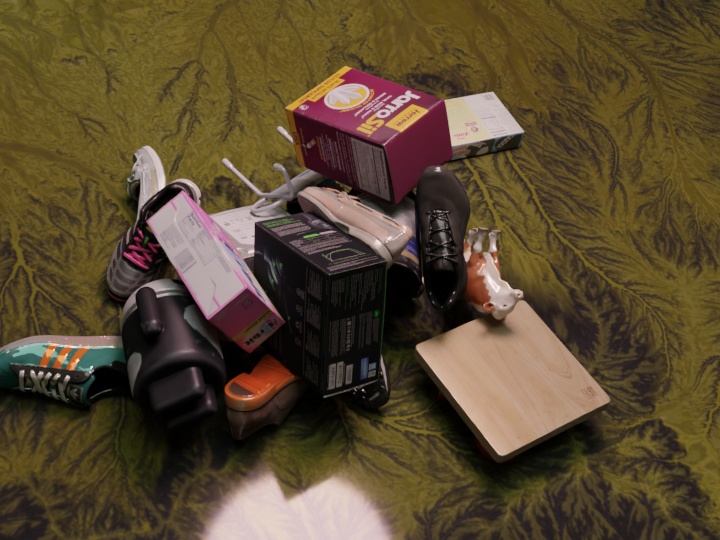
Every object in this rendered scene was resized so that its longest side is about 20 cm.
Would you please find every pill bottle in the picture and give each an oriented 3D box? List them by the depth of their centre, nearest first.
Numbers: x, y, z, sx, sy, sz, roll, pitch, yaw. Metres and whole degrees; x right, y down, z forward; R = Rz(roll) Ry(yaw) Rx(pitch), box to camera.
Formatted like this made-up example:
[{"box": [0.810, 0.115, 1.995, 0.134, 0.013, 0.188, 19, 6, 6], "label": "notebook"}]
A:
[{"box": [0.030, -0.058, 1.573, 0.110, 0.112, 0.202, 5, 52, -7], "label": "pill bottle"}]

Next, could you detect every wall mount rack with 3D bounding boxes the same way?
[{"box": [-0.113, -0.164, 1.708, 0.199, 0.075, 0.173, -34, 23, -29], "label": "wall mount rack"}]

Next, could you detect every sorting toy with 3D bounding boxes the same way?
[{"box": [0.202, 0.162, 1.532, 0.197, 0.070, 0.200, -20, 55, -28], "label": "sorting toy"}]

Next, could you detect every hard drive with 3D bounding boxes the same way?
[{"box": [-0.152, -0.047, 1.616, 0.138, 0.038, 0.200, -14, 26, -22], "label": "hard drive"}]

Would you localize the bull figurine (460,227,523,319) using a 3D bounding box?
[{"box": [0.164, 0.000, 1.599, 0.064, 0.123, 0.199, 7, 3, -28], "label": "bull figurine"}]

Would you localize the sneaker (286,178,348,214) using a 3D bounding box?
[{"box": [-0.035, -0.067, 1.702, 0.095, 0.080, 0.199, -35, 52, -29], "label": "sneaker"}]

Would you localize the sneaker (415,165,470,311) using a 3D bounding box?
[{"box": [0.113, -0.040, 1.496, 0.075, 0.202, 0.091, -5, 17, 11], "label": "sneaker"}]

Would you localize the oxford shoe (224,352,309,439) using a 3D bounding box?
[{"box": [-0.113, 0.160, 1.476, 0.071, 0.074, 0.199, 18, 25, 31], "label": "oxford shoe"}]

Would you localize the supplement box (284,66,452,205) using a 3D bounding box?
[{"box": [0.011, -0.192, 1.556, 0.199, 0.104, 0.131, 25, 52, 37], "label": "supplement box"}]

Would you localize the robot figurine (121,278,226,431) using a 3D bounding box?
[{"box": [-0.238, 0.103, 1.418, 0.124, 0.151, 0.201, 5, 42, -27], "label": "robot figurine"}]

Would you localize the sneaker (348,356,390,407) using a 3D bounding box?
[{"box": [-0.001, 0.101, 1.545, 0.079, 0.074, 0.201, 17, 39, -48], "label": "sneaker"}]

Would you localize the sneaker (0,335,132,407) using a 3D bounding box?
[{"box": [-0.382, 0.134, 1.431, 0.198, 0.072, 0.080, -5, 44, -18], "label": "sneaker"}]

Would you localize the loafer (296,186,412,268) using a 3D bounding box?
[{"box": [-0.007, -0.066, 1.486, 0.063, 0.072, 0.200, -39, 45, -15], "label": "loafer"}]

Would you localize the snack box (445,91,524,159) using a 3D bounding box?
[{"box": [0.172, -0.248, 1.932, 0.198, 0.037, 0.117, -13, 51, -23], "label": "snack box"}]

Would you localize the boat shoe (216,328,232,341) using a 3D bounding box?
[{"box": [-0.159, 0.041, 1.572, 0.067, 0.072, 0.200, 0, 27, 32], "label": "boat shoe"}]

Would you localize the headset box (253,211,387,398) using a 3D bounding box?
[{"box": [-0.063, 0.037, 1.456, 0.092, 0.176, 0.199, -13, 28, -33], "label": "headset box"}]

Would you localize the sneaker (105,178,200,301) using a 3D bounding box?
[{"box": [-0.295, -0.048, 1.561, 0.073, 0.087, 0.201, 35, 82, -2], "label": "sneaker"}]

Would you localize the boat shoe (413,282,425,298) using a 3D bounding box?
[{"box": [0.000, 0.000, 1.639, 0.198, 0.074, 0.061, 27, 54, 7], "label": "boat shoe"}]

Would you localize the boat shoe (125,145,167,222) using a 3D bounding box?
[{"box": [-0.323, -0.105, 1.669, 0.064, 0.075, 0.204, -6, 57, -17], "label": "boat shoe"}]

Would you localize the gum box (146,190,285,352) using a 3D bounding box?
[{"box": [-0.190, -0.002, 1.439, 0.066, 0.114, 0.200, -38, 57, 2], "label": "gum box"}]
